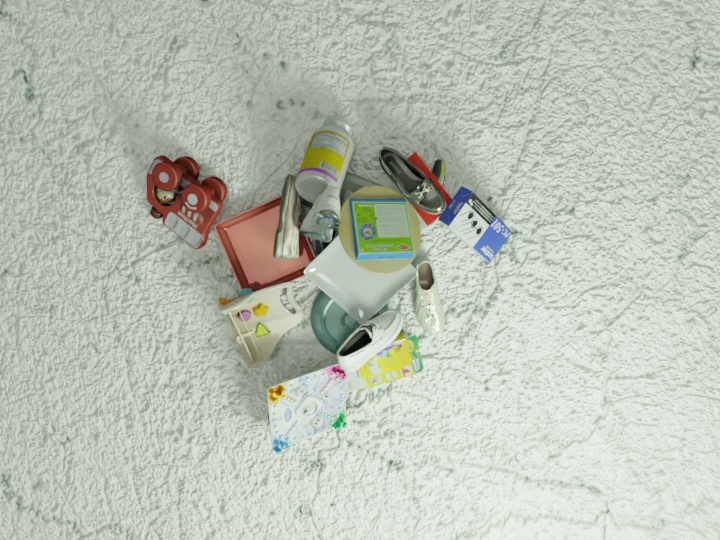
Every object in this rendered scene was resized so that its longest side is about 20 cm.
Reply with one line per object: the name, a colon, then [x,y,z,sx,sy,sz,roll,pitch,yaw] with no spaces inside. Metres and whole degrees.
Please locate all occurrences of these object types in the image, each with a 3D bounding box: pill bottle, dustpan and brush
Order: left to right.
pill bottle: [-0.075,-0.257,1.294,0.103,0.104,0.201,17,60,-2]
dustpan and brush: [-0.035,-0.122,1.329,0.139,0.057,0.202,25,114,25]

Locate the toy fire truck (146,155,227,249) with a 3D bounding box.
toy fire truck: [-0.427,-0.167,1.341,0.199,0.112,0.168,36,113,-1]

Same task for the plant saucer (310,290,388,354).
plant saucer: [-0.026,0.120,1.397,0.198,0.036,0.202,0,95,0]

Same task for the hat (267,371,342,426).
hat: [-0.145,0.311,1.386,0.199,0.081,0.202,-15,123,-24]

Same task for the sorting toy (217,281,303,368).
sorting toy: [-0.230,0.104,1.359,0.179,0.107,0.201,-24,130,-11]

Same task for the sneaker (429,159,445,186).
sneaker: [0.142,-0.177,1.353,0.080,0.074,0.201,25,93,1]

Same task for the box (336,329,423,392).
box: [0.049,0.218,1.383,0.198,0.048,0.118,-13,118,3]

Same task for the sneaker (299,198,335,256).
sneaker: [-0.111,-0.110,1.371,0.081,0.070,0.202,-2,102,29]

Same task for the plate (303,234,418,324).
plate: [0.000,0.000,1.326,0.200,0.032,0.200,42,112,-11]

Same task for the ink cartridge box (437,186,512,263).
ink cartridge box: [0.271,-0.103,1.315,0.200,0.044,0.094,32,96,-43]

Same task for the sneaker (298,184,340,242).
sneaker: [-0.081,-0.121,1.245,0.074,0.200,0.088,18,71,-17]

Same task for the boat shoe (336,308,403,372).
boat shoe: [0.025,0.153,1.319,0.073,0.066,0.200,29,62,33]

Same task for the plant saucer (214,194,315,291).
plant saucer: [-0.226,-0.057,1.379,0.199,0.037,0.201,-23,95,2]

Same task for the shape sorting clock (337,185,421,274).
shape sorting clock: [0.043,-0.090,1.251,0.198,0.039,0.202,6,73,-20]

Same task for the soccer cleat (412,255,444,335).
soccer cleat: [0.162,0.064,1.371,0.069,0.078,0.202,-11,96,1]

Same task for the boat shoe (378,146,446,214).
boat shoe: [0.110,-0.202,1.270,0.067,0.057,0.200,-45,74,8]

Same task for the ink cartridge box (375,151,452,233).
ink cartridge box: [0.095,-0.151,1.316,0.200,0.050,0.161,-42,78,27]

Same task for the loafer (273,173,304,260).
loafer: [-0.161,-0.123,1.328,0.062,0.072,0.202,8,102,-17]

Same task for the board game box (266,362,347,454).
board game box: [-0.119,0.329,1.342,0.198,0.026,0.202,-15,123,-25]
